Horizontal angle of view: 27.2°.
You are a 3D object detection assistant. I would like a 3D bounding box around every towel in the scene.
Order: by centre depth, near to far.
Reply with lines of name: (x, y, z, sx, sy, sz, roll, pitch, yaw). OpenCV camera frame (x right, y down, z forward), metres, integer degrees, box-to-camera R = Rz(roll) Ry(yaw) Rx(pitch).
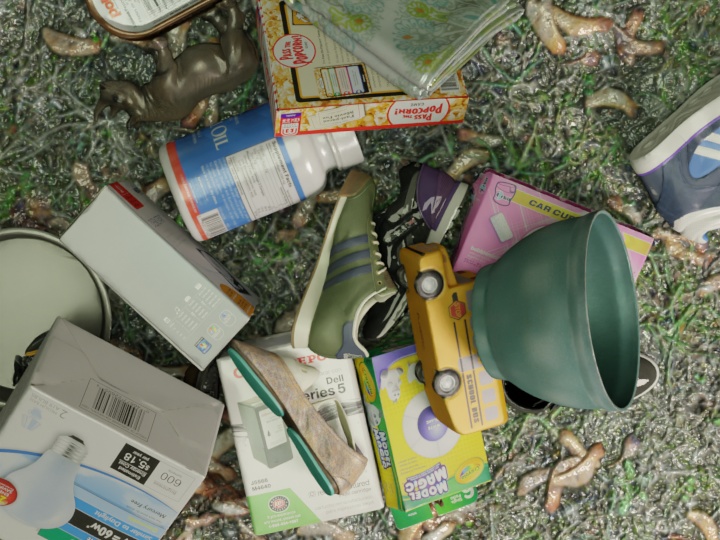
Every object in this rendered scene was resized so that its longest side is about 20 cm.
towel: (0.046, -0.281, 1.535, 0.200, 0.048, 0.171, 38, 62, 16)

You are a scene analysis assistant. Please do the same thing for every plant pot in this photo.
plant pot: (0.192, 0.046, 1.506, 0.134, 0.200, 0.201, -6, 97, 24)

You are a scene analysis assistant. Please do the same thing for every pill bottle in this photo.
pill bottle: (-0.103, -0.117, 1.580, 0.200, 0.112, 0.113, -22, 96, -1)

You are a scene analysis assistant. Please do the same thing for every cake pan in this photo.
cake pan: (-0.370, 0.051, 1.636, 0.200, 0.037, 0.201, 0, 97, 0)

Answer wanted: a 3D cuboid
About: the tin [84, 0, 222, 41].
tin: (-0.203, -0.324, 1.595, 0.200, 0.042, 0.112, -28, 92, 3)

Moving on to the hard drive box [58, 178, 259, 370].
hard drive box: (-0.208, 0.001, 1.573, 0.200, 0.156, 0.077, 42, 95, -5)

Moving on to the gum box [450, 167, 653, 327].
gum box: (0.200, -0.024, 1.612, 0.200, 0.066, 0.114, 21, 99, -3)

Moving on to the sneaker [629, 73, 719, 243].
sneaker: (0.401, -0.121, 1.604, 0.200, 0.081, 0.147, -39, 103, 1)

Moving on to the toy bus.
toy bus: (0.096, 0.069, 1.561, 0.078, 0.065, 0.201, -14, 104, -15)

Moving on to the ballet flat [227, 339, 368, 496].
ballet flat: (-0.060, 0.141, 1.557, 0.067, 0.068, 0.200, -37, 100, -16)

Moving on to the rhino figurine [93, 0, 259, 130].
rhino figurine: (-0.200, -0.208, 1.597, 0.200, 0.060, 0.088, -28, 98, 5)

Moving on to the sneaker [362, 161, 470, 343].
sneaker: (0.036, -0.022, 1.618, 0.087, 0.076, 0.200, 28, 86, 1)

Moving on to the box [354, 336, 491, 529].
box: (0.071, 0.175, 1.625, 0.117, 0.048, 0.201, -16, 99, -26)

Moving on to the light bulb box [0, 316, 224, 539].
light bulb box: (-0.275, 0.190, 1.507, 0.198, 0.125, 0.200, 29, 120, -11)

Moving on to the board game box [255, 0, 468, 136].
board game box: (-0.001, -0.219, 1.547, 0.199, 0.046, 0.152, -5, 59, -9)

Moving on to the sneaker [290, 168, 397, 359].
sneaker: (0.000, 0.000, 1.563, 0.090, 0.067, 0.201, 18, 81, 10)

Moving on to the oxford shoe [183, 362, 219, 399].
oxford shoe: (-0.206, 0.175, 1.609, 0.084, 0.073, 0.200, 23, 119, 3)

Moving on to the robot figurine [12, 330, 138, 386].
robot figurine: (-0.311, 0.155, 1.602, 0.145, 0.058, 0.200, 15, 121, -13)

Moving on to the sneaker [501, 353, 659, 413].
sneaker: (0.232, 0.123, 1.615, 0.199, 0.099, 0.071, -1, 95, -1)

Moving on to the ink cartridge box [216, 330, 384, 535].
ink cartridge box: (-0.065, 0.170, 1.627, 0.145, 0.084, 0.201, -13, 95, 1)
